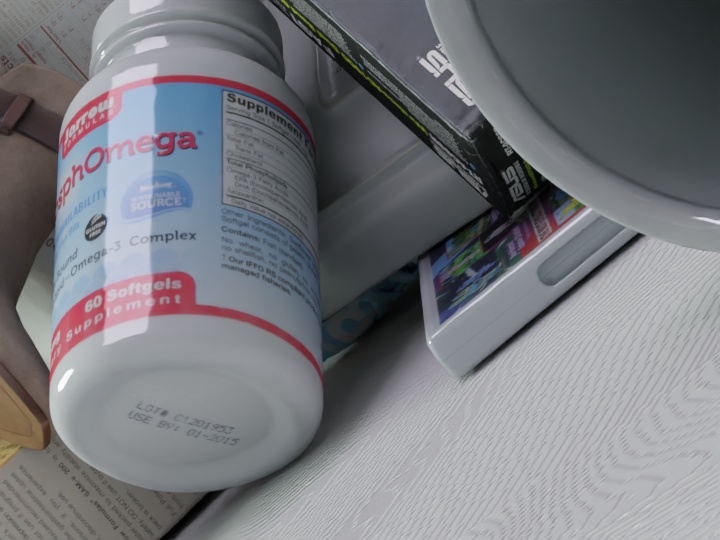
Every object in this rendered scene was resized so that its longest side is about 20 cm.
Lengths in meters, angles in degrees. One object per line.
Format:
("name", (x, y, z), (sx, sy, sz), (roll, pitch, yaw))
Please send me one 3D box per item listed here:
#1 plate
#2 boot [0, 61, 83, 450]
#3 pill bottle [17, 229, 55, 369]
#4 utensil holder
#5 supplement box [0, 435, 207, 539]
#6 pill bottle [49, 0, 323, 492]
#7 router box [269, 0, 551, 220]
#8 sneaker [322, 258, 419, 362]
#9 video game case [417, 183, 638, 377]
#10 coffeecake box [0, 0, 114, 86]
("plate", (0.008, -0.094, 1.262), (0.199, 0.032, 0.201), (-35, 47, 38))
("boot", (-0.158, -0.025, 1.256), (0.146, 0.200, 0.070), (-38, -22, -35))
("pill bottle", (-0.127, -0.050, 1.457), (0.114, 0.114, 0.200), (-29, 23, 56))
("utensil holder", (0.137, -0.124, 0.891), (0.170, 0.170, 0.200), (-34, 7, 42))
("supplement box", (-0.150, 0.118, 1.257), (0.200, 0.074, 0.126), (-44, 7, -27))
("pill bottle", (-0.071, -0.019, 1.200), (0.109, 0.109, 0.201), (-35, 43, 35))
("router box", (0.047, -0.136, 1.172), (0.150, 0.200, 0.062), (-42, -35, -7))
("sneaker", (0.000, 0.000, 1.316), (0.200, 0.074, 0.082), (-22, 58, 38))
("video game case", (0.099, -0.040, 1.148), (0.182, 0.023, 0.200), (-39, 8, 6))
("coffeecake box", (-0.118, -0.158, 1.395), (0.200, 0.073, 0.154), (-37, 22, 10))
